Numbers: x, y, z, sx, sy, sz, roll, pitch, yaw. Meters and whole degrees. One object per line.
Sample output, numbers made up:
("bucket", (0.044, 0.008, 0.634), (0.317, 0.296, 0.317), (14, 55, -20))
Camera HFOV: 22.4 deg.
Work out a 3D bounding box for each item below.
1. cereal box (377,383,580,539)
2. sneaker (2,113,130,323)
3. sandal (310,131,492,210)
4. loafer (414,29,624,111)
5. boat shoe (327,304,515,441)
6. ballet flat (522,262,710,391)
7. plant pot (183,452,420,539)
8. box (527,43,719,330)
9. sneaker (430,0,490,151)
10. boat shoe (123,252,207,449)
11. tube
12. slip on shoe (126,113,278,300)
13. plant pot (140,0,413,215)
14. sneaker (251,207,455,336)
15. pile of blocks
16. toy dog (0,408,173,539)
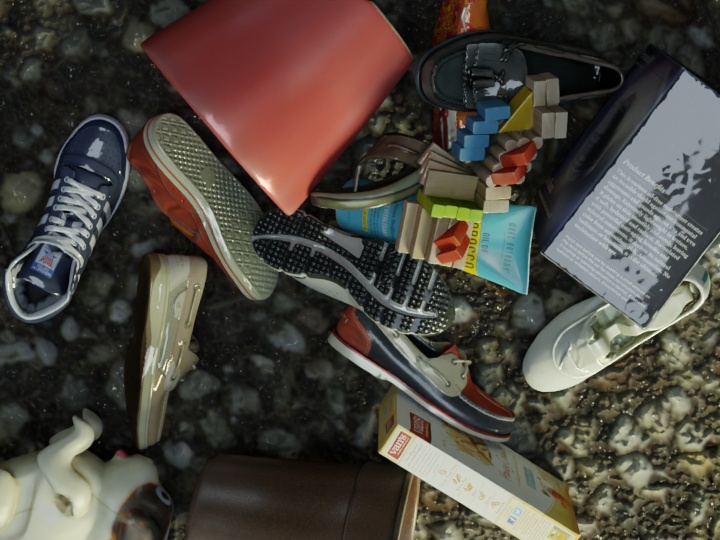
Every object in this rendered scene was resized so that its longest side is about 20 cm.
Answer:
("cereal box", (0.108, 0.184, 1.698), (0.200, 0.144, 0.040), (33, 102, -7))
("sneaker", (-0.269, -0.043, 1.668), (0.070, 0.109, 0.200), (24, 103, -5))
("sandal", (0.047, -0.101, 1.607), (0.200, 0.080, 0.057), (-23, 98, -6))
("loafer", (0.144, -0.175, 1.605), (0.200, 0.063, 0.072), (-6, 104, -32))
("boat shoe", (0.066, 0.091, 1.717), (0.200, 0.071, 0.063), (32, 99, -2))
("ballet flat", (0.239, 0.053, 1.704), (0.200, 0.069, 0.070), (-32, 101, 8))
("plant pot", (-0.057, 0.259, 1.702), (0.198, 0.200, 0.201), (9, 104, 6))
("box", (0.253, -0.081, 1.604), (0.123, 0.200, 0.199), (36, 100, -7))
("sneaker", (0.105, -0.174, 1.659), (0.077, 0.073, 0.201), (-5, 111, -12))
("boat shoe", (-0.182, 0.078, 1.717), (0.065, 0.072, 0.201), (1, 113, -20))
("tube", (0.071, -0.039, 1.639), (0.200, 0.050, 0.078), (15, 112, 34))
("slip on shoe", (-0.145, -0.055, 1.692), (0.061, 0.074, 0.200), (-22, 112, 42))
("plant pot", (-0.064, -0.179, 1.599), (0.177, 0.200, 0.201), (-41, 100, 1))
("sneaker", (0.000, 0.000, 1.671), (0.200, 0.080, 0.074), (28, 88, 13))
("pile of blocks", (0.103, -0.085, 1.546), (0.082, 0.062, 0.200), (32, 98, -23))
("toy dog", (-0.276, 0.224, 1.705), (0.199, 0.140, 0.195), (1, 79, -5))
